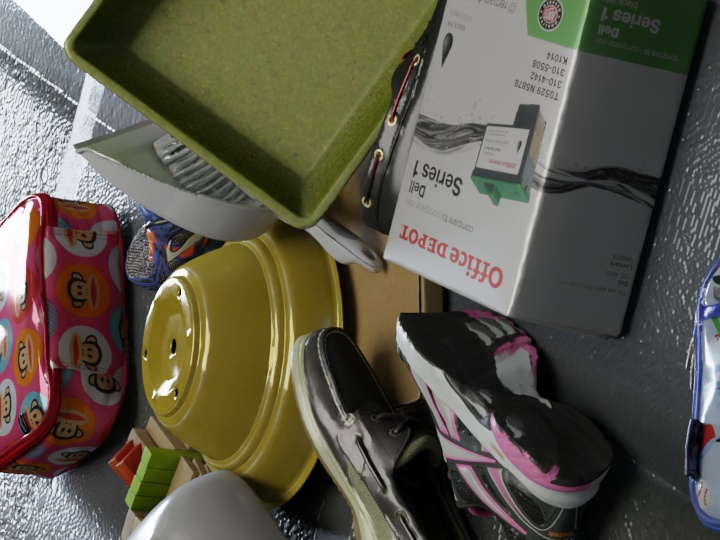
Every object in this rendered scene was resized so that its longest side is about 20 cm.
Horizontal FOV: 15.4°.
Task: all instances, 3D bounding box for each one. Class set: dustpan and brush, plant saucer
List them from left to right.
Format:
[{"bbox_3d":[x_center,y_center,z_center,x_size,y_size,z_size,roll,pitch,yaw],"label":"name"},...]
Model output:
[{"bbox_3d":[-0.068,-0.049,1.705,0.200,0.139,0.057,43,124,16],"label":"dustpan and brush"},{"bbox_3d":[-0.051,-0.158,1.684,0.200,0.200,0.048,-54,-8,0],"label":"plant saucer"}]

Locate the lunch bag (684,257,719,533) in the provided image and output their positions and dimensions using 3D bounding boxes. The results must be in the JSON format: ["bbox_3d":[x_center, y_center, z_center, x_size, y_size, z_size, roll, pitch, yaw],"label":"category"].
[{"bbox_3d":[0.236,0.050,1.288,0.200,0.075,0.161,-11,71,55],"label":"lunch bag"}]

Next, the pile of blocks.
[{"bbox_3d":[-0.134,0.180,1.842,0.082,0.062,0.200,-51,44,39],"label":"pile of blocks"}]

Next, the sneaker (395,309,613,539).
[{"bbox_3d":[0.069,0.096,1.537,0.200,0.080,0.087,-123,41,-54],"label":"sneaker"}]

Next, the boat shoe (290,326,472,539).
[{"bbox_3d":[0.022,0.118,1.603,0.066,0.072,0.201,-34,67,31],"label":"boat shoe"}]

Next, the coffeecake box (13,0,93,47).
[{"bbox_3d":[-0.135,-0.177,1.832,0.200,0.153,0.073,43,118,59],"label":"coffeecake box"}]

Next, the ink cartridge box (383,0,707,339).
[{"bbox_3d":[0.102,-0.077,1.516,0.146,0.084,0.201,25,103,57],"label":"ink cartridge box"}]

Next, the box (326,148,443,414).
[{"bbox_3d":[0.000,0.000,1.714,0.163,0.021,0.201,-21,66,55],"label":"box"}]

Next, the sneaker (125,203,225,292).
[{"bbox_3d":[-0.125,-0.044,1.862,0.200,0.078,0.076,-45,44,52],"label":"sneaker"}]

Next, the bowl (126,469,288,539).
[{"bbox_3d":[-0.108,0.251,1.721,0.200,0.075,0.200,-51,60,36],"label":"bowl"}]

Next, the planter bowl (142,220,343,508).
[{"bbox_3d":[-0.090,0.053,1.751,0.200,0.083,0.201,-25,61,60],"label":"planter bowl"}]

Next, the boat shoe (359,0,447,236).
[{"bbox_3d":[0.047,-0.114,1.608,0.063,0.074,0.202,18,98,32],"label":"boat shoe"}]

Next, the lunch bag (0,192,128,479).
[{"bbox_3d":[-0.246,0.055,2.039,0.176,0.082,0.201,-36,52,53],"label":"lunch bag"}]
